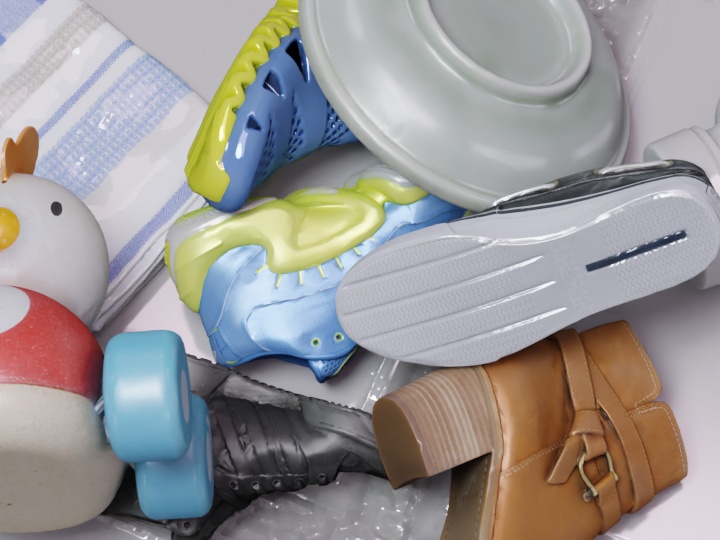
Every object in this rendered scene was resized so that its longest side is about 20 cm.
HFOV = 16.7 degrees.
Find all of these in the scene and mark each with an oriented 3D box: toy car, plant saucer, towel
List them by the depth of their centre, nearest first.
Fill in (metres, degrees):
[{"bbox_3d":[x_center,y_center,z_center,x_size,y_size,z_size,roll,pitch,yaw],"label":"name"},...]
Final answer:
[{"bbox_3d":[-0.172,0.015,1.194,0.183,0.177,0.201,-4,68,2],"label":"toy car"},{"bbox_3d":[0.065,-0.122,1.291,0.199,0.050,0.201,16,50,-20],"label":"plant saucer"},{"bbox_3d":[-0.170,-0.074,1.351,0.200,0.024,0.147,40,76,15],"label":"towel"}]

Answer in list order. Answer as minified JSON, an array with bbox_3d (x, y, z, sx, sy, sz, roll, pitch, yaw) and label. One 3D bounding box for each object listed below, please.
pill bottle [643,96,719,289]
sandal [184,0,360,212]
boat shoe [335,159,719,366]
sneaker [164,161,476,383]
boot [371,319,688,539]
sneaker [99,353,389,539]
[{"bbox_3d":[0.254,-0.064,1.282,0.199,0.111,0.111,-22,71,-5],"label":"pill bottle"},{"bbox_3d":[-0.025,-0.097,1.300,0.087,0.080,0.200,34,48,-1],"label":"sandal"},{"bbox_3d":[0.087,-0.004,1.224,0.199,0.071,0.073,-13,107,11],"label":"boat shoe"},{"bbox_3d":[0.000,0.000,1.303,0.199,0.076,0.106,-14,89,-3],"label":"sneaker"},{"bbox_3d":[0.102,0.130,1.245,0.154,0.074,0.201,-17,96,-28],"label":"boot"},{"bbox_3d":[-0.071,0.106,1.267,0.199,0.060,0.105,18,80,7],"label":"sneaker"}]
